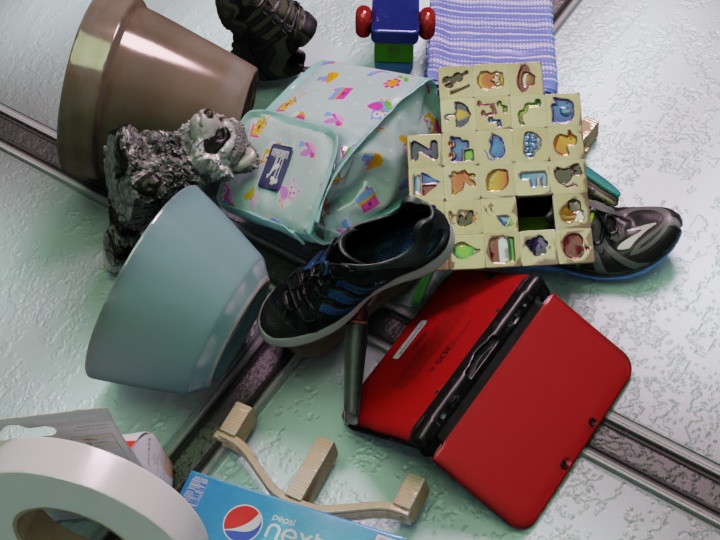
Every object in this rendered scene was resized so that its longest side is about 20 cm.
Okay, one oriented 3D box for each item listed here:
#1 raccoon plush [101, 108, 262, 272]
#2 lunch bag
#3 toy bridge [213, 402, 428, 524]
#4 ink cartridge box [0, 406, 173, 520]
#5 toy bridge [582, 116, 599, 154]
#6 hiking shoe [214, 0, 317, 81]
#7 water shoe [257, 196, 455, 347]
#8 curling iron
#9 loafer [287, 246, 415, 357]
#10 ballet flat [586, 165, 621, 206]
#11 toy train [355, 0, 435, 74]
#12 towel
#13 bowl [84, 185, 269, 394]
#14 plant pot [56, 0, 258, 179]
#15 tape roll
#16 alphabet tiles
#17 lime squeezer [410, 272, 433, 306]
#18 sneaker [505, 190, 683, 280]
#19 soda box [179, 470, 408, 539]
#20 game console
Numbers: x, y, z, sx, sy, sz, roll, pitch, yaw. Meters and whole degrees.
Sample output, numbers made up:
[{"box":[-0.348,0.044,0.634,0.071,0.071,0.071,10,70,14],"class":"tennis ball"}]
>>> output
[{"box":[-0.184,-0.086,1.157,0.134,0.200,0.097,-10,67,-28],"class":"raccoon plush"},{"box":[-0.032,-0.111,1.152,0.200,0.122,0.170,-43,39,-24],"class":"lunch bag"},{"box":[-0.044,0.180,1.017,0.200,0.027,0.067,18,60,21],"class":"toy bridge"},{"box":[-0.260,0.152,0.971,0.162,0.200,0.050,-7,54,3],"class":"ink cartridge box"},{"box":[0.158,-0.167,1.240,0.200,0.027,0.067,30,64,25],"class":"toy bridge"},{"box":[-0.099,-0.283,1.254,0.101,0.200,0.076,-3,60,4],"class":"hiking shoe"},{"box":[-0.016,-0.005,1.020,0.200,0.079,0.072,-31,58,9],"class":"water shoe"},{"box":[0.006,0.042,1.052,0.050,0.026,0.200,5,71,20],"class":"curling iron"},{"box":[0.000,0.000,1.121,0.076,0.067,0.200,30,64,25],"class":"loafer"},{"box":[0.171,-0.115,1.177,0.200,0.072,0.072,42,69,10],"class":"ballet flat"},{"box":[0.038,-0.291,1.299,0.085,0.116,0.200,2,50,0],"class":"toy train"},{"box":[0.144,-0.255,1.283,0.145,0.024,0.200,3,45,3],"class":"towel"},{"box":[-0.156,0.034,1.064,0.105,0.201,0.201,29,62,3],"class":"bowl"},{"box":[-0.205,-0.178,1.222,0.173,0.200,0.200,14,57,-3],"class":"plant pot"},{"box":[-0.220,0.207,0.925,0.203,0.203,0.037,6,47,13],"class":"tape roll"},{"box":[0.127,-0.100,1.086,0.167,0.008,0.200,-3,77,2],"class":"alphabet tiles"},{"box":[0.100,-0.059,1.146,0.038,0.071,0.200,15,58,19],"class":"lime squeezer"},{"box":[0.207,-0.039,1.109,0.199,0.083,0.071,2,56,9],"class":"sneaker"},{"box":[-0.060,0.234,0.965,0.200,0.068,0.064,15,58,18],"class":"soda box"},{"box":[0.114,0.110,1.058,0.172,0.119,0.200,6,49,51],"class":"game console"}]
